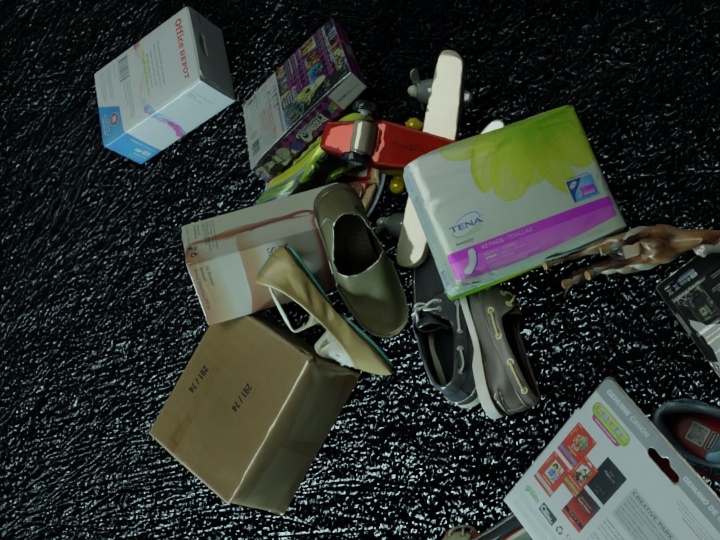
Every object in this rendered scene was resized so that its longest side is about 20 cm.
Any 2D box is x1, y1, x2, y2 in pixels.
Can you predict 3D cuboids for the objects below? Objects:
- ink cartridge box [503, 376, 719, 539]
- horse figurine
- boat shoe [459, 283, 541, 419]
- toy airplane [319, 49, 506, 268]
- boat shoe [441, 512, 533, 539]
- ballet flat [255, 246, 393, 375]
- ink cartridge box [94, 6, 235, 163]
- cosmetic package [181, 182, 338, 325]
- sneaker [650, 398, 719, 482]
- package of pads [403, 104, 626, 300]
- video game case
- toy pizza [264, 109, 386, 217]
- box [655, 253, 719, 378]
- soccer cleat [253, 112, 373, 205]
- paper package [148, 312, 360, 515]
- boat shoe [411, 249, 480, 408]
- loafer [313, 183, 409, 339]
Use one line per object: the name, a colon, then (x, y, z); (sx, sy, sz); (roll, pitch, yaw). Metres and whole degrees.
ink cartridge box: (0.258, 0.226, 1.003); (0.176, 0.084, 0.200); (-57, 49, 25)
horse figurine: (0.266, -0.015, 1.085); (0.200, 0.132, 0.050); (148, 107, -74)
boat shoe: (0.149, 0.058, 1.184); (0.059, 0.072, 0.201); (-18, 66, 23)
toy airplane: (0.079, -0.132, 1.279); (0.200, 0.141, 0.200); (-34, 83, -2)
boat shoe: (0.098, 0.301, 1.131); (0.200, 0.071, 0.063); (-41, 51, 22)
ballet flat: (-0.045, 0.061, 1.260); (0.063, 0.200, 0.069); (-43, 11, -8)
ink cartridge box: (-0.292, -0.274, 1.622); (0.200, 0.085, 0.145); (-29, 58, 26)
cosmetic package: (-0.105, -0.020, 1.311); (0.199, 0.104, 0.087); (-17, 37, -3)
sneaker: (0.347, 0.172, 0.976); (0.200, 0.095, 0.080); (19, 84, 39)
package of pads: (0.159, -0.076, 1.158); (0.199, 0.068, 0.155); (-20, 77, -3)
video game case: (-0.079, -0.228, 1.432); (0.181, 0.036, 0.200); (-43, 29, 16)
toy pizza: (-0.053, -0.121, 1.422); (0.200, 0.032, 0.201); (-14, 65, 32)
box: (0.406, 0.020, 1.025); (0.200, 0.043, 0.161); (-41, 54, 17)
soccer cleat: (-0.065, -0.131, 1.374); (0.200, 0.065, 0.084); (-48, 45, 12)
paper package: (-0.131, 0.164, 1.326); (0.190, 0.103, 0.201); (30, 92, 41)
boat shoe: (0.092, 0.056, 1.228); (0.073, 0.063, 0.201); (-29, 57, 27)
loafer: (0.000, 0.000, 1.243); (0.076, 0.201, 0.067); (-25, 22, 4)
